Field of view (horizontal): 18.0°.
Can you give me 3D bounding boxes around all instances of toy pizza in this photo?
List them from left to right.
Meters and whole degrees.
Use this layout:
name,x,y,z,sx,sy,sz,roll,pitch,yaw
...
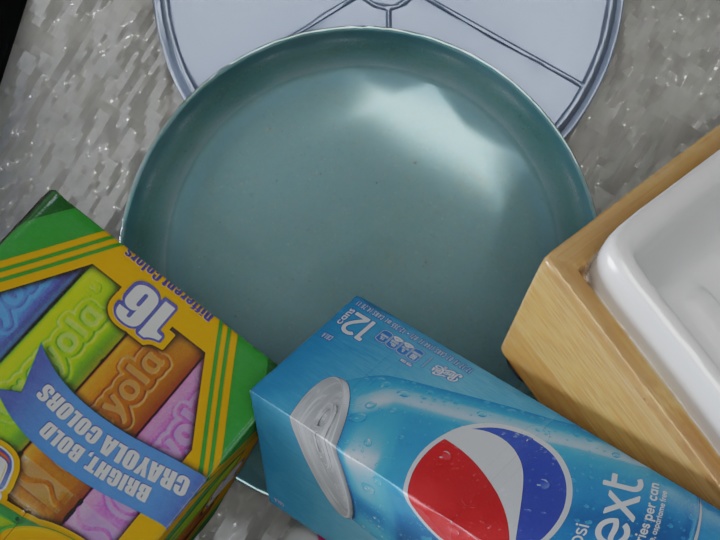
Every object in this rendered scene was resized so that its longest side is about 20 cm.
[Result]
name,x,y,z,sx,sy,sz,roll,pitch,yaw
toy pizza,0.012,-0.122,0.960,0.198,0.032,0.202,0,91,2

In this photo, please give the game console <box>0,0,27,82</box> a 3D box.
name,x,y,z,sx,sy,sz,roll,pitch,yaw
game console,-0.250,-0.075,0.911,0.175,0.201,0.117,-16,130,22

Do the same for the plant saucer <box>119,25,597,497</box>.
name,x,y,z,sx,sy,sz,roll,pitch,yaw
plant saucer,0.000,0.000,0.937,0.198,0.027,0.202,0,99,2

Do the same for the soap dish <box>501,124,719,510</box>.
name,x,y,z,sx,sy,sz,roll,pitch,yaw
soap dish,0.151,0.033,0.879,0.158,0.200,0.081,52,127,3

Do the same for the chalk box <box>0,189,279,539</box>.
name,x,y,z,sx,sy,sz,roll,pitch,yaw
chalk box,-0.140,0.095,0.857,0.124,0.125,0.200,37,53,3

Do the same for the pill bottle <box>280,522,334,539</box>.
name,x,y,z,sx,sy,sz,roll,pitch,yaw
pill bottle,0.028,0.148,0.899,0.198,0.113,0.115,-9,85,-1

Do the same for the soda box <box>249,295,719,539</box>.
name,x,y,z,sx,sy,sz,roll,pitch,yaw
soda box,0.054,0.092,0.822,0.199,0.068,0.064,30,56,31
